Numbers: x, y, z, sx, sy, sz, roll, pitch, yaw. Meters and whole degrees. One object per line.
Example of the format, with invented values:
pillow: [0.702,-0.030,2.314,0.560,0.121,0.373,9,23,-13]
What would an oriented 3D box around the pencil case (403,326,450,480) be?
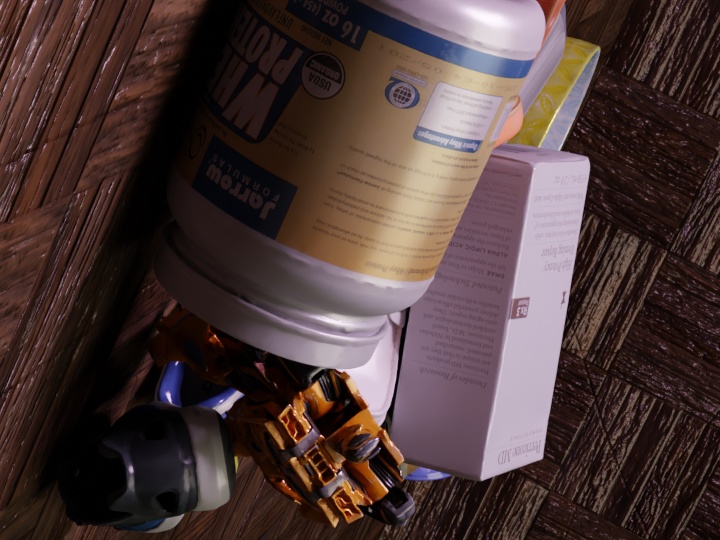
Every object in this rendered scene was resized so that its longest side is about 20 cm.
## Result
pencil case: [0.044,0.044,1.654,0.087,0.078,0.201,-6,106,-67]

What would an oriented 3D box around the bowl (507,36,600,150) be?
bowl: [0.104,-0.114,1.952,0.200,0.107,0.200,-61,172,-15]

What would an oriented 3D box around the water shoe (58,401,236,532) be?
water shoe: [-0.130,0.106,1.310,0.200,0.079,0.072,149,-67,-67]

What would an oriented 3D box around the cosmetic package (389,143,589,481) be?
cosmetic package: [0.081,0.023,1.502,0.102,0.074,0.201,-9,108,-63]

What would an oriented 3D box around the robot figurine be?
robot figurine: [-0.043,0.078,1.291,0.058,0.145,0.200,-38,-158,-13]

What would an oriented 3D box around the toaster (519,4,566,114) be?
toaster: [0.061,-0.133,1.591,0.129,0.113,0.200,-58,172,-8]

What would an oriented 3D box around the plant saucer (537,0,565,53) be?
plant saucer: [0.128,-0.211,1.400,0.200,0.032,0.201,90,26,-85]

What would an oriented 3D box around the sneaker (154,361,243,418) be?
sneaker: [-0.056,0.011,1.419,0.200,0.075,0.088,-65,170,4]

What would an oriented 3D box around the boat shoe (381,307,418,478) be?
boat shoe: [0.008,0.037,1.583,0.062,0.200,0.075,-21,180,-12]

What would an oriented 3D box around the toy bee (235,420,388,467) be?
toy bee: [-0.064,0.075,1.571,0.200,0.109,0.131,-32,-148,55]

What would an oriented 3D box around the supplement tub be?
supplement tub: [-0.010,-0.067,1.192,0.200,0.144,0.145,-66,172,15]

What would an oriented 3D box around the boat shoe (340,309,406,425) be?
boat shoe: [0.000,0.000,1.482,0.069,0.071,0.201,-27,-120,45]

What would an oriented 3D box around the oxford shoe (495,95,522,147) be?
oxford shoe: [0.035,-0.095,1.407,0.200,0.071,0.073,-41,137,-56]
